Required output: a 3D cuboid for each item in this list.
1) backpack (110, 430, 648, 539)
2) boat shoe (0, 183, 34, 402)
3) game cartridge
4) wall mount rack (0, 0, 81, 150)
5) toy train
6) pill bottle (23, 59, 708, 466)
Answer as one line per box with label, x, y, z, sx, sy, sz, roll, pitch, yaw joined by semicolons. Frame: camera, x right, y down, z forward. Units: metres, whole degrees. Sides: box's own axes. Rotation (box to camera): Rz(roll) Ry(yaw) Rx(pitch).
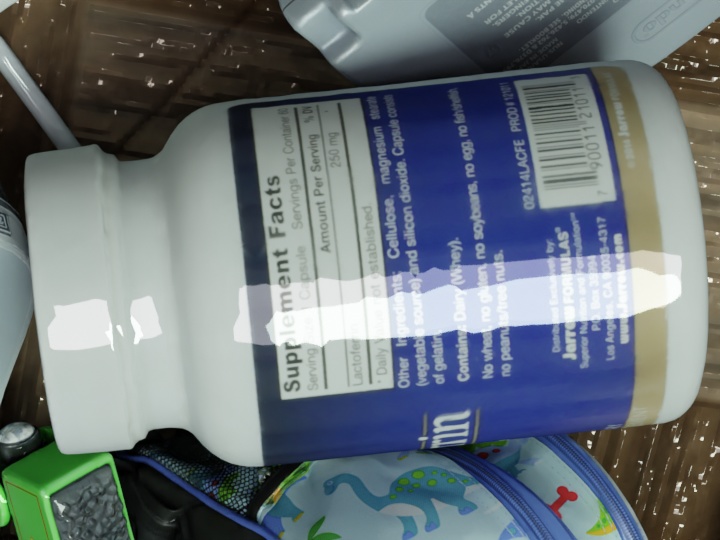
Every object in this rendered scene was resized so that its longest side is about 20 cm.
backpack;0.023;0.131;0.813;0.147;0.200;0.183;-25;113;-22
boat shoe;-0.161;0.035;0.813;0.073;0.068;0.200;0;135;-22
game cartridge;0.083;-0.118;0.780;0.200;0.041;0.133;-38;142;12
wall mount rack;-0.070;-0.094;0.783;0.200;0.075;0.174;-34;149;4
toy train;-0.086;0.142;0.821;0.042;0.056;0.200;-30;120;-33
pill bottle;0.000;0.000;0.755;0.200;0.116;0.116;-6;112;-2
